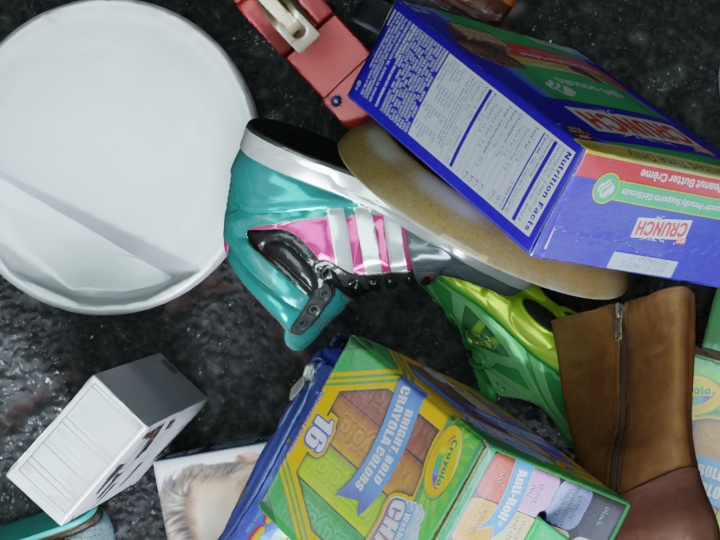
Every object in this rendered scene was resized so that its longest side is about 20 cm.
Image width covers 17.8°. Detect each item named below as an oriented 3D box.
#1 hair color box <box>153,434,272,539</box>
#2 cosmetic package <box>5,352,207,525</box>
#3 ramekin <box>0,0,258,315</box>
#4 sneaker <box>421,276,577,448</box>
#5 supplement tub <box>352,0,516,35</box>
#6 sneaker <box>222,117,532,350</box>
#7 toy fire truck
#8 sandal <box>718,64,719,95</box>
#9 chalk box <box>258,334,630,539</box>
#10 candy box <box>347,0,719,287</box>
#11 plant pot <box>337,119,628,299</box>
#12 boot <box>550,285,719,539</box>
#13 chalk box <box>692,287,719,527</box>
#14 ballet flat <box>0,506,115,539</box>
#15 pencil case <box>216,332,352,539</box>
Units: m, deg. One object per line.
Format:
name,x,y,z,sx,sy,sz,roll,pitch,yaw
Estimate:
hair color box,-0.027,0.153,1.507,0.199,0.061,0.100,-11,90,7
cosmetic package,-0.155,0.104,1.448,0.051,0.200,0.083,44,96,3
ramekin,-0.158,-0.073,1.496,0.202,0.094,0.203,0,92,5
sneaker,0.086,0.040,1.479,0.200,0.074,0.084,43,123,17
supplement tub,0.072,-0.229,1.460,0.107,0.107,0.200,28,94,4
sneaker,0.000,0.000,1.419,0.200,0.084,0.121,25,108,2
toy fire truck,-0.050,-0.167,1.457,0.049,0.141,0.200,-42,87,6
sandal,0.278,-0.177,1.463,0.079,0.059,0.207,11,93,6
chalk box,0.056,0.145,1.319,0.124,0.200,0.125,26,96,-37
candy box,0.118,-0.076,1.383,0.200,0.169,0.077,44,115,42
plant pot,0.081,-0.046,1.417,0.200,0.200,0.028,28,107,5
boot,0.127,0.121,1.380,0.188,0.068,0.201,-24,64,42
chalk box,0.230,0.111,1.445,0.124,0.124,0.201,15,94,5
ballet flat,-0.257,0.207,1.533,0.199,0.074,0.074,-12,91,10
pencil case,-0.036,0.140,1.436,0.087,0.078,0.200,29,93,-23
